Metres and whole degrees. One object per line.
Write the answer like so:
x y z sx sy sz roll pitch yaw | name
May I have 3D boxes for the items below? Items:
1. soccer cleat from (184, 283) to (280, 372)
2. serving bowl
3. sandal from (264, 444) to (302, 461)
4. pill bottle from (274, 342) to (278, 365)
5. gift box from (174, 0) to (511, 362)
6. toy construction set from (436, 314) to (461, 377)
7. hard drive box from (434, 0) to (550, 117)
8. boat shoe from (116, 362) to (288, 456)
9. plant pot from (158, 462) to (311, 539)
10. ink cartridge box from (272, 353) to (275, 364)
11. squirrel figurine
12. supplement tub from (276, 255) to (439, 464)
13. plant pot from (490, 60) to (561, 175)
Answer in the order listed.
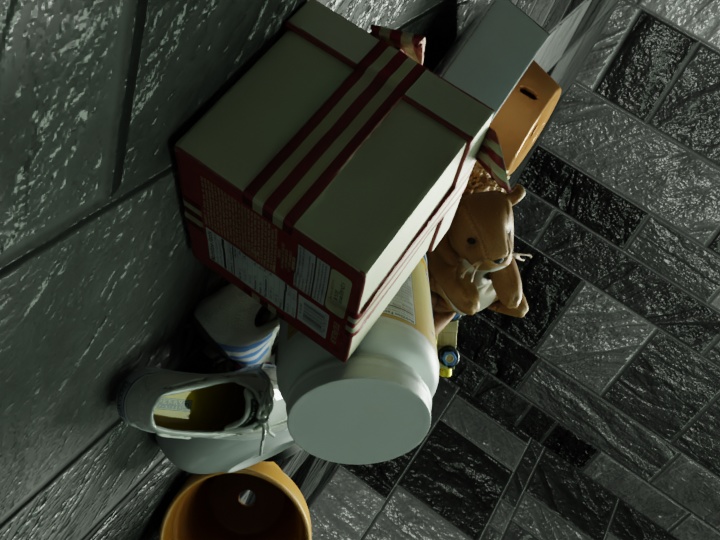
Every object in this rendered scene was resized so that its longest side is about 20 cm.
-0.106 0.061 0.812 0.086 0.070 0.200 -38 166 -5 | soccer cleat
-0.116 0.170 0.878 0.198 0.066 0.200 -24 166 -6 | serving bowl
-0.051 0.218 1.085 0.199 0.049 0.075 -19 -170 -35 | sandal
-0.011 0.101 0.977 0.199 0.113 0.113 -19 -154 53 | pill bottle
-0.005 -0.059 0.620 0.187 0.199 0.185 -53 174 -25 | gift box
0.066 0.085 1.068 0.092 0.129 0.203 -92 -175 -68 | toy construction set
0.111 -0.197 0.948 0.201 0.076 0.156 -56 -173 -8 | hard drive box
-0.107 0.121 0.724 0.200 0.086 0.076 13 89 -42 | boat shoe
-0.165 0.344 1.137 0.201 0.199 0.183 -57 -175 4 | plant pot
-0.037 0.111 1.165 0.067 0.116 0.200 -53 172 22 | ink cartridge box
0.120 -0.046 0.926 0.187 0.139 0.202 87 -6 -61 | squirrel figurine
-0.003 0.056 0.743 0.202 0.143 0.145 -92 -161 -45 | supplement tub
0.185 -0.228 1.132 0.201 0.139 0.200 -55 169 -16 | plant pot
